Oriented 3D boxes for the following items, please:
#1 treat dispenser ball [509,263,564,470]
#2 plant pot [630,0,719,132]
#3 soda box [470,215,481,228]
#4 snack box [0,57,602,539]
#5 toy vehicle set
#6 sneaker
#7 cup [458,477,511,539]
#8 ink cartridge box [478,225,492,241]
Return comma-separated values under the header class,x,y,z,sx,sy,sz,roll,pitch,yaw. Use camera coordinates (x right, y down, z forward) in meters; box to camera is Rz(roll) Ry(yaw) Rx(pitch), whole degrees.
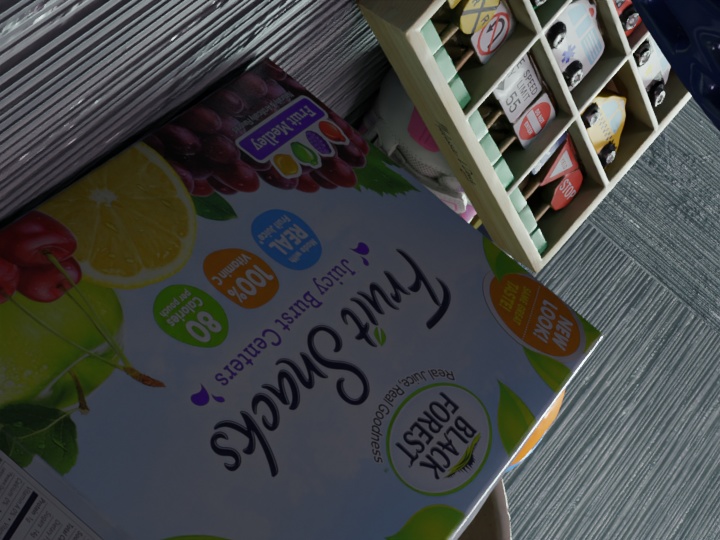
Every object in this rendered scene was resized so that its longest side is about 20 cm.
class,x,y,z,sx,sy,sz,roll,pitch,yaw
treat dispenser ball,0.067,0.075,1.491,0.201,0.201,0.201,-49,176,-5
plant pot,0.162,-0.159,0.570,0.200,0.180,0.200,-48,175,-12
soda box,0.087,-0.103,1.029,0.064,0.068,0.200,-44,173,-49
snack box,-0.029,0.030,0.518,0.053,0.142,0.200,-52,175,36
toy vehicle set,0.077,-0.092,0.739,0.124,0.026,0.200,-49,149,-7
sneaker,0.035,-0.052,0.871,0.088,0.081,0.200,-51,175,6
cup,-0.065,0.105,0.698,0.200,0.200,0.143,-48,-161,-18
ink cartridge box,0.156,-0.097,1.672,0.145,0.084,0.200,-47,176,-25
